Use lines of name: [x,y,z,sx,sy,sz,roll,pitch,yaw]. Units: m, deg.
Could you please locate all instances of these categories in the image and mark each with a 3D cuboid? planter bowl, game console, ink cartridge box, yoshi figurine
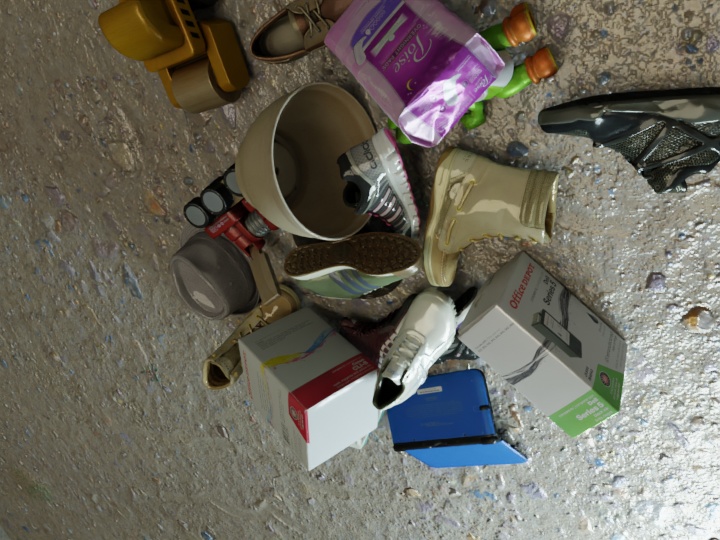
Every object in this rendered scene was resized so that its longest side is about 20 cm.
planter bowl: [-0.084,-0.139,0.803,0.135,0.200,0.201,0,119,42]
game console: [0.161,0.261,1.019,0.200,0.118,0.171,-17,78,36]
ink cartridge box: [-0.086,0.185,0.974,0.200,0.144,0.146,36,139,39]
ink cartridge box: [0.244,0.093,0.783,0.200,0.146,0.084,41,130,0]
yoshi figurine: [0.124,-0.223,0.704,0.200,0.112,0.113,-27,65,25]

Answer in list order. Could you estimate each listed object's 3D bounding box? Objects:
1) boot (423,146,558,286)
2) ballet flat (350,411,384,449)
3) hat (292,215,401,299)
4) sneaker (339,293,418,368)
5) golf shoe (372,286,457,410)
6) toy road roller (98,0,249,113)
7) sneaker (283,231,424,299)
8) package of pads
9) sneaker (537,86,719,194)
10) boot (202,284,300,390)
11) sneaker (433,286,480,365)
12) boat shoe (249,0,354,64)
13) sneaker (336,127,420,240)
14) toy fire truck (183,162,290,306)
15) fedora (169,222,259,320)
boot: [0.168,-0.051,0.777,0.155,0.073,0.200,17,121,21]
ballet flat: [-0.004,0.263,1.068,0.069,0.069,0.200,30,135,10]
hat: [-0.034,-0.022,0.911,0.200,0.081,0.201,15,126,22]
sneaker: [0.021,0.095,0.961,0.115,0.076,0.200,38,124,19]
golf shoe: [0.073,0.120,0.836,0.078,0.097,0.200,28,120,17]
toy road roller: [-0.262,-0.312,0.816,0.123,0.146,0.200,-6,116,32]
sneaker: [0.000,0.000,0.829,0.200,0.067,0.090,-4,150,21]
package of pads: [0.050,-0.240,0.652,0.121,0.076,0.200,-47,51,19]
sneaker: [0.297,-0.139,0.655,0.199,0.076,0.115,5,115,21]
boot: [-0.194,0.120,1.040,0.073,0.155,0.200,45,130,-2]
sneaker: [0.142,0.117,0.906,0.088,0.076,0.200,39,130,-5]
boat shoe: [-0.058,-0.312,0.747,0.200,0.072,0.076,-19,108,33]
sneaker: [0.023,-0.099,0.773,0.087,0.074,0.200,-17,148,7]
toy fire truck: [-0.160,-0.067,0.934,0.176,0.129,0.200,-28,110,38]
fedora: [-0.274,0.010,1.059,0.177,0.090,0.200,-15,110,35]
